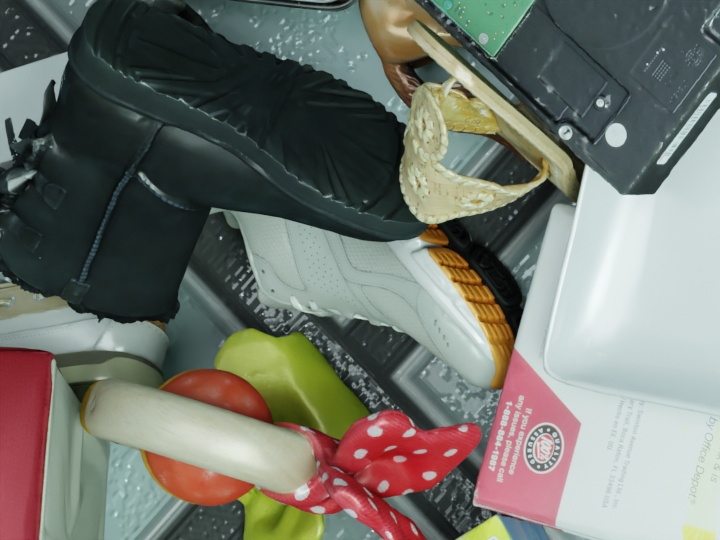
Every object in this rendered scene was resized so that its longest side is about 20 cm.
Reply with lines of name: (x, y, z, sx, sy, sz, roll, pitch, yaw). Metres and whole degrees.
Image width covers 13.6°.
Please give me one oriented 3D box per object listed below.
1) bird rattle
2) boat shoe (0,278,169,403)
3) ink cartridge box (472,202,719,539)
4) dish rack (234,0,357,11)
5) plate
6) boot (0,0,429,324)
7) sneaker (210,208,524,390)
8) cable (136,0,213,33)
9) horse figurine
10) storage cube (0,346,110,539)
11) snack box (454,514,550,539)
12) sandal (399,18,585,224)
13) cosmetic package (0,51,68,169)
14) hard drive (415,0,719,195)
bird rattle: (-0.049, 0.091, 1.393, 0.162, 0.200, 0.113, 16, 95, -18)
boat shoe: (-0.186, 0.039, 1.526, 0.199, 0.075, 0.069, -2, 65, 22)
ink cartridge box: (0.170, 0.066, 1.366, 0.199, 0.083, 0.146, 15, 87, 24)
dish rack: (-0.038, -0.235, 1.492, 0.153, 0.054, 0.201, 12, 81, 43)
plate: (0.189, -0.031, 1.298, 0.199, 0.032, 0.201, 12, 90, 30)
boot: (-0.078, -0.031, 1.417, 0.197, 0.074, 0.163, 25, 135, -8)
sneaker: (0.000, 0.000, 1.459, 0.092, 0.076, 0.200, -51, 60, 16)
cable: (-0.128, -0.136, 1.487, 0.050, 0.097, 0.200, -47, 50, -2)
horse figurine: (0.044, -0.153, 1.469, 0.132, 0.050, 0.201, -4, 78, 14)
storage cube: (-0.223, 0.137, 1.430, 0.179, 0.171, 0.201, 2, 72, 5)
snack box: (0.032, 0.236, 1.406, 0.200, 0.068, 0.169, -34, 72, 16)
sandal: (0.053, -0.046, 1.354, 0.070, 0.212, 0.078, -48, 68, 7)
cosmetic package: (-0.201, -0.059, 1.535, 0.199, 0.082, 0.051, -16, 77, 18)
hard drive: (0.093, -0.148, 1.314, 0.200, 0.038, 0.140, 44, 112, 22)
